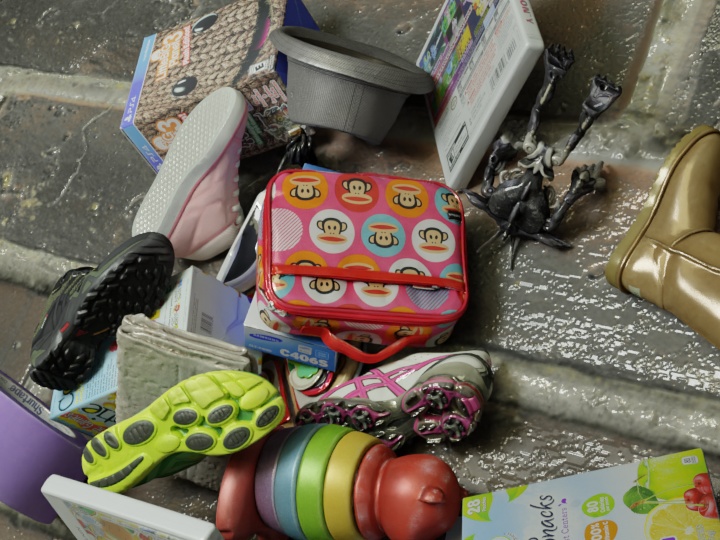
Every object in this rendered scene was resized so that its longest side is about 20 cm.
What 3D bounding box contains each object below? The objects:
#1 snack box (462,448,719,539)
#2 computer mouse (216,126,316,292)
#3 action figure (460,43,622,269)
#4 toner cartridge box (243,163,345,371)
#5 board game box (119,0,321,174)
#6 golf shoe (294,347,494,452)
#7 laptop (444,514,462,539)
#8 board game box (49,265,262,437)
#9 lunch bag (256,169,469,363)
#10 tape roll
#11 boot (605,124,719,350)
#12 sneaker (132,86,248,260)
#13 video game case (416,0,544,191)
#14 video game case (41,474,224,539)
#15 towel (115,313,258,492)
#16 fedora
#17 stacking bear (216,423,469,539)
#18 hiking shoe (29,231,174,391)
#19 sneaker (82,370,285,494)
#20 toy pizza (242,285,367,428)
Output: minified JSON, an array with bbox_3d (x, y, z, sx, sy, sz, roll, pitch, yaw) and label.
[{"bbox_3d":[0.177,0.227,1.022,0.198,0.068,0.169,-15,27,12],"label":"snack box"},{"bbox_3d":[-0.094,-0.052,1.422,0.044,0.110,0.201,26,82,-1],"label":"computer mouse"},{"bbox_3d":[0.174,-0.101,1.271,0.118,0.102,0.201,32,122,14],"label":"action figure"},{"bbox_3d":[-0.040,-0.006,1.338,0.094,0.043,0.201,14,58,6],"label":"toner cartridge box"},{"bbox_3d":[-0.149,-0.209,1.524,0.199,0.097,0.160,-17,44,22],"label":"board game box"},{"bbox_3d":[0.033,0.121,1.250,0.199,0.073,0.092,-13,25,29],"label":"golf shoe"},{"bbox_3d":[0.113,0.274,1.062,0.186,0.116,0.201,-1,61,30],"label":"laptop"},{"bbox_3d":[-0.201,0.092,1.352,0.199,0.103,0.106,-23,51,35],"label":"board game box"},{"bbox_3d":[0.000,0.000,1.269,0.198,0.082,0.178,4,64,-10],"label":"lunch bag"},{"bbox_3d":[-0.365,0.162,1.374,0.199,0.200,0.085,32,81,41],"label":"tape roll"},{"bbox_3d":[0.327,-0.013,1.148,0.199,0.066,0.176,31,93,41],"label":"boot"},{"bbox_3d":[-0.155,-0.096,1.457,0.201,0.104,0.075,-58,39,16],"label":"sneaker"},{"bbox_3d":[0.113,-0.212,1.346,0.201,0.023,0.183,117,150,-47],"label":"video game case"},{"bbox_3d":[-0.171,0.264,1.203,0.199,0.183,0.023,8,48,35],"label":"video game case"},{"bbox_3d":[-0.163,0.125,1.255,0.131,0.201,0.035,17,45,5],"label":"towel"},{"bbox_3d":[-0.018,-0.184,1.398,0.200,0.175,0.091,-131,55,-66],"label":"fedora"},{"bbox_3d":[-0.007,0.194,1.185,0.198,0.121,0.115,2,78,27],"label":"stacking bear"},{"bbox_3d":[-0.260,0.020,1.317,0.200,0.076,0.101,-44,44,18],"label":"hiking shoe"},{"bbox_3d":[-0.153,0.136,1.193,0.199,0.083,0.075,-22,88,21],"label":"sneaker"},{"bbox_3d":[-0.084,0.081,1.361,0.199,0.032,0.202,-16,54,23],"label":"toy pizza"}]
